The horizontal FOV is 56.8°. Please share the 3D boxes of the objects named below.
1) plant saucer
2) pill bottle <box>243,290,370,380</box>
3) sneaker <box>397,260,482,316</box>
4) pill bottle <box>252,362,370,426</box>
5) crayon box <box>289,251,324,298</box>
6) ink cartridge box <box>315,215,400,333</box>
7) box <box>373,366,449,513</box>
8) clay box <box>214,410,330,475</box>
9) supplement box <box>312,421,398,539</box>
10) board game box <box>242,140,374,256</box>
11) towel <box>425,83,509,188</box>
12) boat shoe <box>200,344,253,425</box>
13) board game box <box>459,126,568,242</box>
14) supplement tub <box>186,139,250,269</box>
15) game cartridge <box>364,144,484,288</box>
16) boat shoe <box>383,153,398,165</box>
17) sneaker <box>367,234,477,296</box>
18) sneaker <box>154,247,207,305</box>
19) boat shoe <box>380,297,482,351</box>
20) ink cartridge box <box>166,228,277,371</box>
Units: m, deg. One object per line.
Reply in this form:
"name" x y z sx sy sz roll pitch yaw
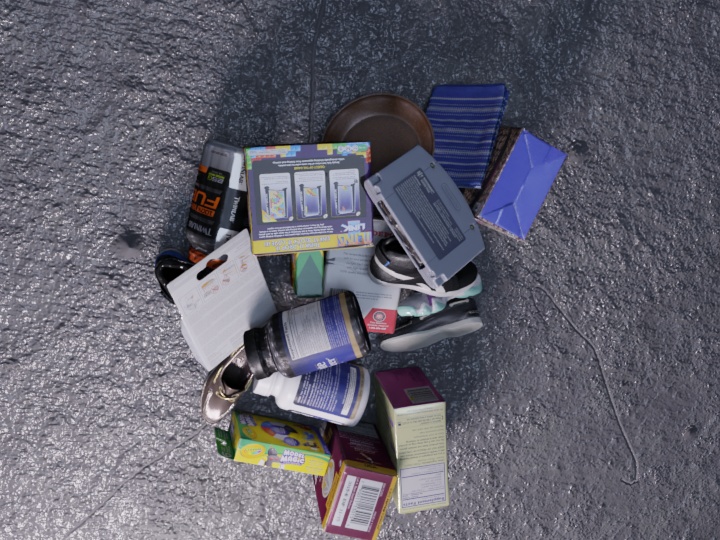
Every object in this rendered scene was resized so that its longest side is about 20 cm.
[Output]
"plant saucer" 0.030 -0.204 1.136 0.197 0.037 0.204 -3 73 11
"pill bottle" -0.090 0.114 1.115 0.197 0.112 0.113 -17 105 2
"sneaker" 0.132 -0.002 1.220 0.198 0.077 0.142 -20 98 -38
"pill bottle" -0.091 0.207 1.214 0.197 0.111 0.113 18 98 -14
"crayon box" -0.094 -0.065 1.150 0.050 0.127 0.203 -1 101 -11
"ink cartridge box" 0.000 0.000 1.203 0.142 0.084 0.203 6 102 -12
"box" 0.092 0.308 1.237 0.095 0.176 0.203 -5 102 -10
"clay box" -0.162 0.311 1.210 0.197 0.115 0.048 17 97 -20
"supplement box" -0.016 0.373 1.217 0.102 0.200 0.133 15 98 -13
"board game box" -0.080 -0.116 1.047 0.197 0.057 0.168 -5 103 -13
"towel" 0.164 -0.235 1.138 0.143 0.024 0.203 8 69 28
"boat shoe" -0.234 0.199 1.208 0.071 0.060 0.202 29 99 -16
"board game box" 0.241 -0.158 1.156 0.096 0.200 0.161 25 96 -16
"supplement tub" -0.222 -0.108 1.117 0.121 0.123 0.203 12 99 -13
"game cartridge" 0.108 -0.090 1.055 0.133 0.041 0.201 -36 95 -30
"boat shoe" 0.055 -0.184 1.182 0.198 0.070 0.072 -31 106 -3
"sneaker" 0.118 -0.014 1.116 0.197 0.112 0.074 2 60 -13
"sneaker" -0.272 0.045 1.145 0.077 0.111 0.200 -44 106 1
"boat shoe" 0.130 0.102 1.262 0.197 0.074 0.061 -18 63 9
"ink cartridge box" -0.230 0.044 1.098 0.162 0.057 0.202 -40 133 -27
